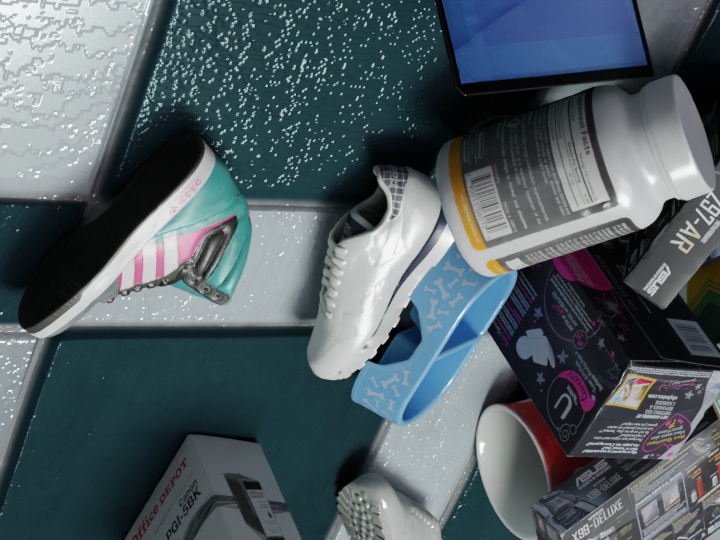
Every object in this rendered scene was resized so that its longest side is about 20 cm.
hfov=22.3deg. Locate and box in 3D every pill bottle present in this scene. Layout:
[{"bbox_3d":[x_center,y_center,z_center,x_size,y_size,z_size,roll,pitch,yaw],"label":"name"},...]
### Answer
[{"bbox_3d":[0.168,-0.076,1.429,0.198,0.117,0.116,-18,143,20],"label":"pill bottle"}]

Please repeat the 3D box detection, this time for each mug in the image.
[{"bbox_3d":[0.239,0.170,1.755,0.198,0.177,0.135,-14,93,-26],"label":"mug"}]

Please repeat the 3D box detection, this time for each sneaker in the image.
[{"bbox_3d":[0.000,0.000,1.507,0.080,0.077,0.201,19,114,-30],"label":"sneaker"},{"bbox_3d":[0.034,0.249,1.780,0.080,0.076,0.201,-34,145,-15],"label":"sneaker"},{"bbox_3d":[-0.159,-0.001,1.405,0.200,0.084,0.121,-42,129,9],"label":"sneaker"}]

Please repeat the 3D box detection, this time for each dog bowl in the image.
[{"bbox_3d":[0.068,0.053,1.583,0.111,0.049,0.201,-19,145,-57],"label":"dog bowl"}]

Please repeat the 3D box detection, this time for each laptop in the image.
[{"bbox_3d":[0.146,-0.246,1.336,0.176,0.104,0.201,-9,134,-25],"label":"laptop"}]

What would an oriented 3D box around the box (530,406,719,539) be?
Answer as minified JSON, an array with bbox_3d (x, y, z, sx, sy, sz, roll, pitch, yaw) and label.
[{"bbox_3d":[0.260,0.226,1.713,0.199,0.050,0.158,-34,136,-14],"label":"box"}]

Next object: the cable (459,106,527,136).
[{"bbox_3d":[0.181,-0.107,1.528,0.199,0.051,0.097,9,130,-38],"label":"cable"}]

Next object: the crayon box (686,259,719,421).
[{"bbox_3d":[0.348,0.074,1.692,0.051,0.200,0.126,-21,110,19],"label":"crayon box"}]

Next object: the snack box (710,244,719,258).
[{"bbox_3d":[0.416,-0.087,1.621,0.199,0.068,0.169,-21,173,-16],"label":"snack box"}]

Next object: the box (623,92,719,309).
[{"bbox_3d":[0.288,-0.073,1.535,0.043,0.200,0.161,34,113,-3],"label":"box"}]

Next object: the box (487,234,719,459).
[{"bbox_3d":[0.208,0.057,1.592,0.131,0.201,0.115,6,128,-35],"label":"box"}]

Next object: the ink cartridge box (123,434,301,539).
[{"bbox_3d":[-0.121,0.265,1.592,0.082,0.201,0.147,12,122,-35],"label":"ink cartridge box"}]
